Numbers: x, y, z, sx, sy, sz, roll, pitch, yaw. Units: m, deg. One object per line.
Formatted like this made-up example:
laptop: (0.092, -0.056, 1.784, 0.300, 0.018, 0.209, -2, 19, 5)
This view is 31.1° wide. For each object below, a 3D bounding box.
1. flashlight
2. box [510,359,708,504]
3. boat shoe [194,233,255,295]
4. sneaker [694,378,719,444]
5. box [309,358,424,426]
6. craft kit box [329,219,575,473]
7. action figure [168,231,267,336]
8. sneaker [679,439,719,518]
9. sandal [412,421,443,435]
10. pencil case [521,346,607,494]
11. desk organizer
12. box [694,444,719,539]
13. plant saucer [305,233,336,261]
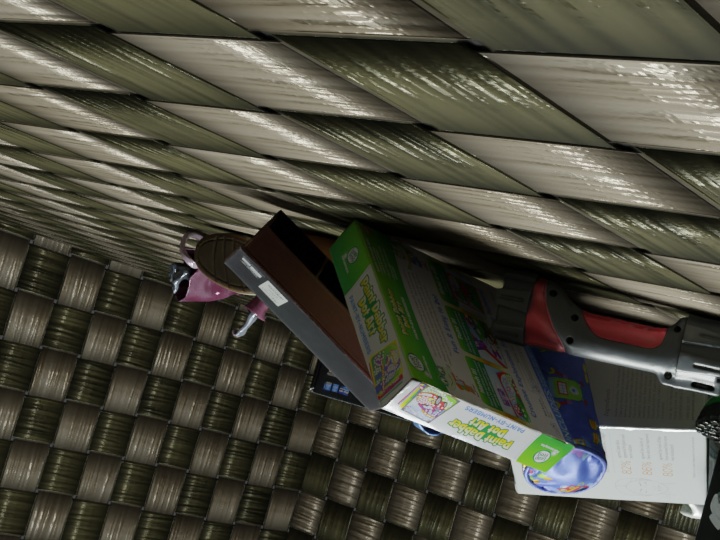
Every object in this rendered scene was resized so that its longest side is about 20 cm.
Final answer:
flashlight: (0.217, 0.049, 1.123, 0.200, 0.068, 0.068, 10, 134, 16)
box: (0.254, 0.153, 1.326, 0.200, 0.106, 0.152, 1, 143, 16)
boat shoe: (-0.109, -0.002, 1.611, 0.200, 0.072, 0.076, 16, -169, 23)
sneaker: (0.346, 0.088, 1.079, 0.078, 0.085, 0.200, 24, 158, -9)
box: (0.061, 0.096, 1.544, 0.200, 0.164, 0.086, 16, 175, 12)
craft kit box: (0.078, 0.066, 1.135, 0.197, 0.049, 0.200, 28, -152, -35)
action figure: (-0.166, 0.002, 1.822, 0.200, 0.134, 0.149, 5, 135, -13)
sneaker: (0.358, 0.178, 1.412, 0.080, 0.201, 0.070, -10, 149, -12)
sandal: (0.082, 0.083, 1.274, 0.087, 0.200, 0.079, -34, 126, 31)
pencil case: (0.176, 0.112, 1.226, 0.087, 0.200, 0.078, 12, 136, -19)
desk organizer: (-0.024, 0.031, 1.199, 0.200, 0.077, 0.072, 46, 160, -5)
box: (0.433, 0.204, 1.282, 0.148, 0.200, 0.124, 13, 171, 25)
plant saucer: (0.000, 0.000, 1.415, 0.200, 0.038, 0.200, 16, 176, 1)
